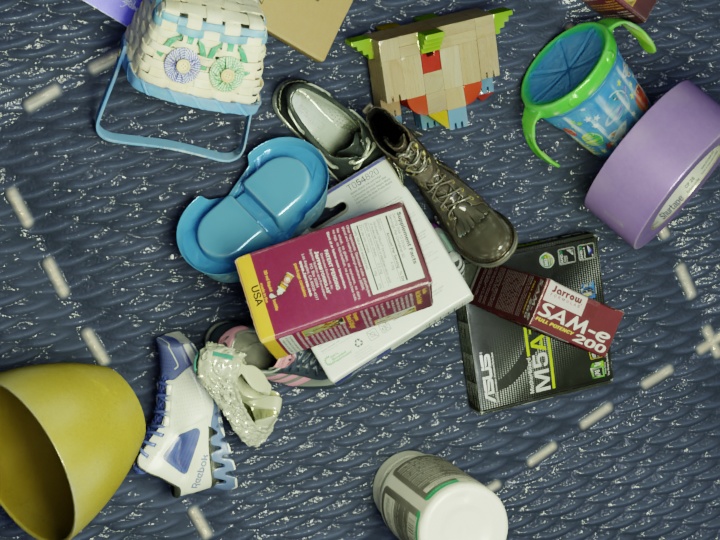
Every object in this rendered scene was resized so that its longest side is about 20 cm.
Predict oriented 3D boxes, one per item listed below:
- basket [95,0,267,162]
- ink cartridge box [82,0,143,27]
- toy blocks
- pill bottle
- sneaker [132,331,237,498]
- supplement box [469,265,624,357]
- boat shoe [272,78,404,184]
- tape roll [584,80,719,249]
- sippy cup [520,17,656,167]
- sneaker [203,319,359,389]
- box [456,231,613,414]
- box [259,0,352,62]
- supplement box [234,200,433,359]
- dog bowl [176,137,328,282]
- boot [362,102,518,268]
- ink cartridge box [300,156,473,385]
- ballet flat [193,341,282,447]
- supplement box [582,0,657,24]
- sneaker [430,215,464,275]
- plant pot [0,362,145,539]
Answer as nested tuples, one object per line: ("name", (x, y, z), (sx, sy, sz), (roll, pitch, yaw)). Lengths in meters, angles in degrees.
("basket", (-0.196, -0.219, 1.587), (0.175, 0.140, 0.201), (7, 130, -20))
("ink cartridge box", (-0.272, -0.395, 1.580), (0.197, 0.043, 0.201), (28, 88, -21))
("toy blocks", (0.091, -0.230, 1.706), (0.198, 0.100, 0.138), (-16, 113, -15))
("pill bottle", (0.090, 0.286, 1.705), (0.112, 0.200, 0.114), (-2, 98, -18))
("sneaker", (-0.221, 0.182, 1.650), (0.114, 0.080, 0.201), (-19, 104, -18))
("supplement box", (0.213, 0.042, 1.669), (0.108, 0.200, 0.061), (23, 89, -18))
("boat shoe", (-0.021, -0.152, 1.685), (0.199, 0.060, 0.076), (34, 85, -19))
("tape roll", (0.372, -0.129, 1.742), (0.085, 0.200, 0.200), (41, 82, 15))
("sippy cup", (0.289, -0.214, 1.753), (0.177, 0.140, 0.130), (-31, 124, 30))
("sneaker", (-0.084, 0.107, 1.685), (0.198, 0.082, 0.071), (9, 92, -20))
("box", (0.219, 0.065, 1.802), (0.191, 0.047, 0.202), (-11, 100, -18))
("box", (-0.089, -0.358, 1.637), (0.199, 0.021, 0.165), (27, 89, -32))
("supplement box", (-0.026, 0.013, 1.580), (0.198, 0.131, 0.104), (-18, 77, -1))
("dog bowl", (-0.120, -0.066, 1.644), (0.200, 0.050, 0.111), (-42, 65, -9))
("boot", (0.086, -0.099, 1.643), (0.069, 0.200, 0.174), (-45, 140, 3))
("ink cartridge box", (0.000, 0.000, 1.668), (0.199, 0.041, 0.201), (-31, 78, -2))
("ballet flat", (-0.128, 0.148, 1.630), (0.072, 0.072, 0.200), (-44, 146, -9))
("supplement box", (0.287, -0.404, 1.744), (0.199, 0.086, 0.111), (32, 86, -19))
("sneaker", (0.025, 0.007, 1.732), (0.198, 0.075, 0.088), (-23, 64, -2))
("plant pot", (-0.325, 0.183, 1.575), (0.142, 0.199, 0.202), (-29, 107, -40))
